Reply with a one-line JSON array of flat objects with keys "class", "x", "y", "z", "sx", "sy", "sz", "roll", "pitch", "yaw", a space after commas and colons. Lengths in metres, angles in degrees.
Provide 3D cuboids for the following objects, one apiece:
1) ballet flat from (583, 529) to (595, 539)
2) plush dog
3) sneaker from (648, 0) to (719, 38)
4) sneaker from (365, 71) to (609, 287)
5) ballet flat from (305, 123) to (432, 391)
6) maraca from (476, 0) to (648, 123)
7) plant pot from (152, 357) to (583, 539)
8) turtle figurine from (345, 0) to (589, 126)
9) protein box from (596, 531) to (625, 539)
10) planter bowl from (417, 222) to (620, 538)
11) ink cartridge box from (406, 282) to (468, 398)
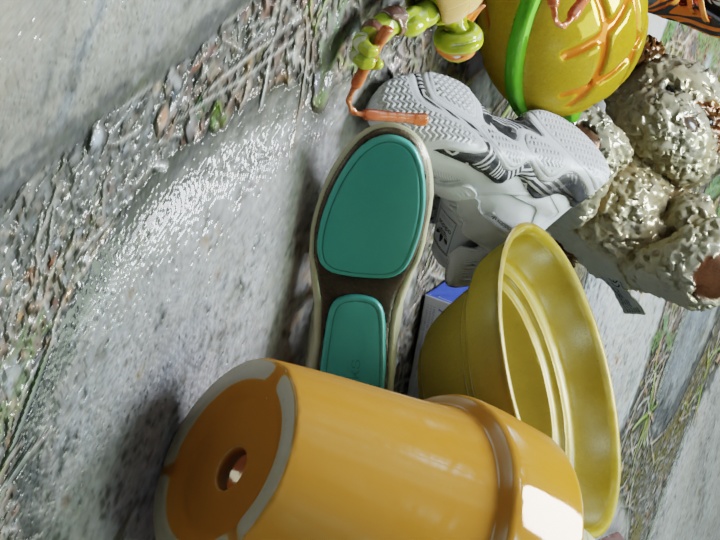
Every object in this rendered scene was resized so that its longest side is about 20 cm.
[{"class": "ballet flat", "x": 0.070, "y": 0.168, "z": 1.608, "sx": 0.069, "sy": 0.200, "sz": 0.070, "roll": 1, "pitch": 87, "yaw": -31}, {"class": "plush dog", "x": 0.214, "y": -0.079, "z": 1.981, "sx": 0.172, "sy": 0.200, "sz": 0.160, "roll": -54, "pitch": -171, "yaw": -17}, {"class": "sneaker", "x": 0.220, "y": -0.219, "z": 1.905, "sx": 0.200, "sy": 0.112, "sz": 0.078, "roll": 8, "pitch": 100, "yaw": -69}, {"class": "sneaker", "x": 0.060, "y": -0.052, "z": 1.681, "sx": 0.199, "sy": 0.075, "sz": 0.115, "roll": 12, "pitch": 126, "yaw": -45}, {"class": "ballet flat", "x": 0.000, "y": 0.000, "z": 1.604, "sx": 0.069, "sy": 0.069, "sz": 0.201, "roll": -29, "pitch": 135, "yaw": -61}, {"class": "maraca", "x": 0.139, "y": -0.160, "z": 1.757, "sx": 0.138, "sy": 0.107, "sz": 0.200, "roll": -65, "pitch": 160, "yaw": 4}, {"class": "plant pot", "x": -0.008, "y": 0.142, "z": 1.500, "sx": 0.183, "sy": 0.200, "sz": 0.201, "roll": 31, "pitch": 76, "yaw": -31}, {"class": "turtle figurine", "x": 0.058, "y": -0.187, "z": 1.575, "sx": 0.200, "sy": 0.064, "sz": 0.162, "roll": -27, "pitch": 131, "yaw": -25}, {"class": "protein box", "x": 0.096, "y": 0.304, "z": 1.740, "sx": 0.199, "sy": 0.135, "sz": 0.199, "roll": -17, "pitch": 150, "yaw": -39}, {"class": "planter bowl", "x": 0.090, "y": 0.077, "z": 1.680, "sx": 0.200, "sy": 0.083, "sz": 0.201, "roll": -14, "pitch": 90, "yaw": -69}, {"class": "ink cartridge box", "x": 0.067, "y": 0.100, "z": 1.889, "sx": 0.094, "sy": 0.044, "sz": 0.201, "roll": -32, "pitch": 137, "yaw": -57}]
